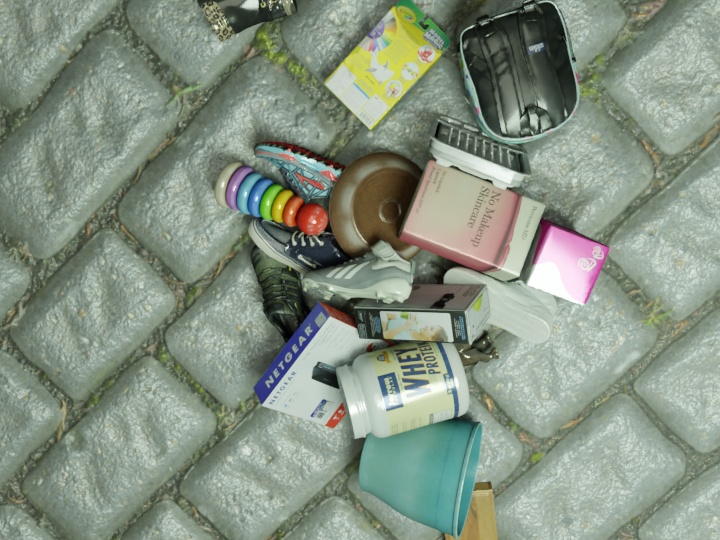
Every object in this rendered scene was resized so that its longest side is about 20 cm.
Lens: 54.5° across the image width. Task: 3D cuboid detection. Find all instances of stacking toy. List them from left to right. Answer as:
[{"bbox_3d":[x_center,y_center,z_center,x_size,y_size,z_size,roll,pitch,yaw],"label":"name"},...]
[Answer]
[{"bbox_3d":[-0.147,-0.117,1.200,0.200,0.085,0.086,23,101,16],"label":"stacking toy"}]

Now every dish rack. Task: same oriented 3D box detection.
[{"bbox_3d":[0.187,-0.190,1.135,0.171,0.200,0.044,22,114,0],"label":"dish rack"}]

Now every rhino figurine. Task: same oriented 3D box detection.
[{"bbox_3d":[0.168,0.081,1.248,0.087,0.060,0.200,-24,96,5],"label":"rhino figurine"}]

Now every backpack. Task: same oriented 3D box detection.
[{"bbox_3d":[0.255,-0.306,1.128,0.177,0.151,0.200,-17,89,7],"label":"backpack"}]

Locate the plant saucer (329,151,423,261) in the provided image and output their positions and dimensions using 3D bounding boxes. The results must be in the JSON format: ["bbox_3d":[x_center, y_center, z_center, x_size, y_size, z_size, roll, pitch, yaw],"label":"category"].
[{"bbox_3d":[0.047,-0.103,1.197,0.200,0.037,0.201,-2,95,-21],"label":"plant saucer"}]

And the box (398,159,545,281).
[{"bbox_3d":[0.176,-0.079,1.137,0.200,0.109,0.128,21,86,1],"label":"box"}]

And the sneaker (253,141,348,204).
[{"bbox_3d":[-0.100,-0.159,1.217,0.200,0.079,0.096,23,103,0],"label":"sneaker"}]

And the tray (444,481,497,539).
[{"bbox_3d":[0.210,0.506,1.329,0.098,0.037,0.200,-7,98,5],"label":"tray"}]

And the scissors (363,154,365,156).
[{"bbox_3d":[0.029,-0.104,1.251,0.073,0.014,0.200,6,99,6],"label":"scissors"}]

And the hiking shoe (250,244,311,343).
[{"bbox_3d":[-0.139,0.043,1.242,0.076,0.101,0.200,-25,97,9],"label":"hiking shoe"}]

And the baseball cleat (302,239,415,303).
[{"bbox_3d":[0.000,0.000,1.167,0.200,0.070,0.107,8,75,26],"label":"baseball cleat"}]

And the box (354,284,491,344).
[{"bbox_3d":[0.105,0.069,1.168,0.200,0.117,0.060,1,110,29],"label":"box"}]

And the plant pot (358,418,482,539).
[{"bbox_3d":[0.103,0.346,1.237,0.188,0.200,0.201,10,101,17],"label":"plant pot"}]

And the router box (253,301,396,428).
[{"bbox_3d":[-0.060,0.172,1.235,0.179,0.049,0.200,28,104,-41],"label":"router box"}]

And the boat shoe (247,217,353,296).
[{"bbox_3d":[-0.094,-0.048,1.227,0.200,0.075,0.093,35,124,-11],"label":"boat shoe"}]

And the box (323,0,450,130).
[{"bbox_3d":[0.046,-0.351,1.190,0.117,0.048,0.200,45,102,-3],"label":"box"}]

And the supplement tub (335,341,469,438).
[{"bbox_3d":[0.069,0.199,1.187,0.200,0.145,0.145,-14,99,-7],"label":"supplement tub"}]

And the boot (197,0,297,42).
[{"bbox_3d":[-0.210,-0.498,1.173,0.150,0.073,0.200,-24,102,8],"label":"boot"}]

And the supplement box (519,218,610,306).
[{"bbox_3d":[0.316,-0.023,1.146,0.103,0.200,0.101,21,101,1],"label":"supplement box"}]

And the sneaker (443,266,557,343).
[{"bbox_3d":[0.246,0.041,1.218,0.200,0.116,0.074,32,125,9],"label":"sneaker"}]
